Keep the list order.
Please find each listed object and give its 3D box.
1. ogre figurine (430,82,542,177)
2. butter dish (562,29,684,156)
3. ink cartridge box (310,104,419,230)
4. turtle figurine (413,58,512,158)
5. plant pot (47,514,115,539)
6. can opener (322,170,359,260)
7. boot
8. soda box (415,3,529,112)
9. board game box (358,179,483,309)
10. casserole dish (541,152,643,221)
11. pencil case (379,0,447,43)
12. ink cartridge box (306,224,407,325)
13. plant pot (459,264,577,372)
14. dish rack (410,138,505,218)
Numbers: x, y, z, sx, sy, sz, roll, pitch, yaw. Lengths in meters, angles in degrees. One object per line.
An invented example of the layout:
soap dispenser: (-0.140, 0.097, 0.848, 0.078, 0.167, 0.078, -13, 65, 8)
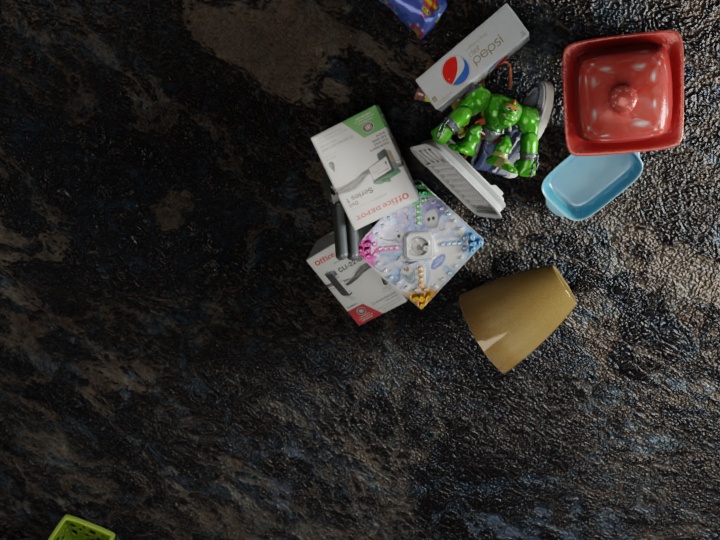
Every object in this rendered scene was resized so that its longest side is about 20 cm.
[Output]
ogre figurine: (0.232, -0.248, 1.293, 0.198, 0.098, 0.121, 22, 103, 6)
butter dish: (0.437, -0.290, 1.234, 0.198, 0.148, 0.202, -2, 104, 19)
ink cartridge box: (0.012, -0.199, 1.442, 0.145, 0.084, 0.202, -25, 99, 10)
turtle figurine: (0.181, -0.312, 1.372, 0.160, 0.065, 0.201, 24, 126, 2)
plant pot: (-0.966, 0.988, 2.523, 0.197, 0.201, 0.183, 19, 134, 4)
can opener: (-0.037, -0.118, 1.525, 0.052, 0.203, 0.066, 0, 166, -27)
boot: (0.276, -0.259, 1.357, 0.089, 0.073, 0.201, 7, 128, -16)
soda box: (0.195, -0.367, 1.290, 0.199, 0.064, 0.068, -38, 87, 15)
board game box: (0.123, -0.050, 1.533, 0.200, 0.026, 0.200, 40, 101, -14)
casserole dish: (0.434, -0.181, 1.393, 0.121, 0.039, 0.200, 40, 124, -10)
pencil case: (0.058, -0.489, 1.287, 0.199, 0.087, 0.078, 36, 96, -7)
ink cartridge box: (0.000, 0.000, 1.623, 0.144, 0.084, 0.201, -29, 109, 30)
plant pot: (0.335, 0.078, 1.527, 0.199, 0.187, 0.187, -34, 108, 17)
dish rack: (0.191, -0.183, 1.414, 0.200, 0.172, 0.044, 44, 87, -11)
